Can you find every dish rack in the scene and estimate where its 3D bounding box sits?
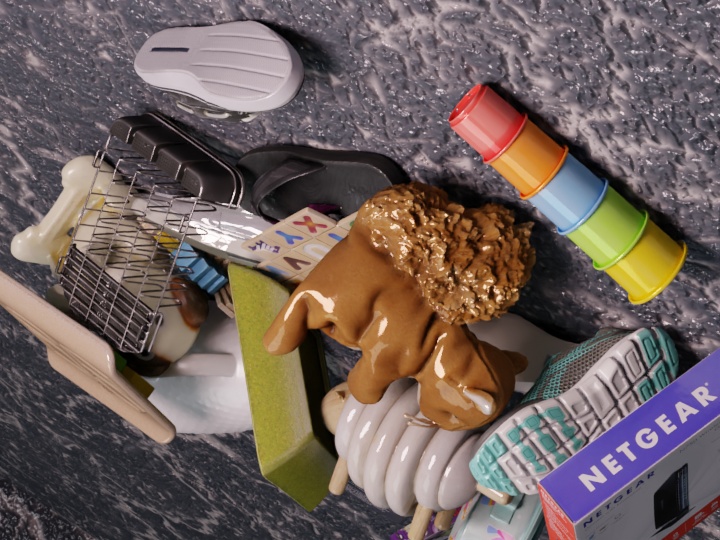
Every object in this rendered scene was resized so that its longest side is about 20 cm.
[{"bbox_3d":[-0.201,-0.031,1.413,0.153,0.201,0.054,36,-159,35],"label":"dish rack"}]

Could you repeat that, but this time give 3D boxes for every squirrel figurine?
[{"bbox_3d":[0.059,0.034,1.247,0.186,0.141,0.200,40,117,9],"label":"squirrel figurine"}]

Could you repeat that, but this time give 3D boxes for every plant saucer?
[{"bbox_3d":[-0.062,0.107,1.436,0.048,0.201,0.200,-14,160,7],"label":"plant saucer"}]

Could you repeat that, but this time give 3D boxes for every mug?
[{"bbox_3d":[-0.157,0.104,1.669,0.175,0.149,0.200,-4,175,39],"label":"mug"}]

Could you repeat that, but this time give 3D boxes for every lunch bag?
[{"bbox_3d":[0.151,0.215,1.483,0.077,0.201,0.161,27,154,4],"label":"lunch bag"}]

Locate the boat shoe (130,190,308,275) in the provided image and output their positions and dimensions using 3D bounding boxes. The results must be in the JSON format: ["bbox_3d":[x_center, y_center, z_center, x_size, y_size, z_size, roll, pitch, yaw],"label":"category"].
[{"bbox_3d":[-0.119,-0.049,1.461,0.200,0.072,0.070,18,171,16],"label":"boat shoe"}]

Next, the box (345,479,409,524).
[{"bbox_3d":[0.053,0.148,1.536,0.107,0.149,0.200,32,156,-1],"label":"box"}]

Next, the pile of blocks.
[{"bbox_3d":[-0.133,-0.008,1.553,0.200,0.062,0.082,42,-168,-34],"label":"pile of blocks"}]

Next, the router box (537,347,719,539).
[{"bbox_3d":[0.247,0.175,1.292,0.049,0.200,0.180,49,169,33],"label":"router box"}]

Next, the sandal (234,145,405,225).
[{"bbox_3d":[-0.050,-0.069,1.340,0.200,0.048,0.076,0,128,44],"label":"sandal"}]

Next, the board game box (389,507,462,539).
[{"bbox_3d":[0.129,0.261,1.672,0.200,0.120,0.032,-43,64,53],"label":"board game box"}]

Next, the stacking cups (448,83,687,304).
[{"bbox_3d":[0.153,-0.063,1.133,0.200,0.061,0.060,43,155,-12],"label":"stacking cups"}]

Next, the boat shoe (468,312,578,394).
[{"bbox_3d":[0.171,0.091,1.395,0.199,0.072,0.069,9,149,24],"label":"boat shoe"}]

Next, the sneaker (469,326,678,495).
[{"bbox_3d":[0.169,0.114,1.288,0.078,0.199,0.091,62,167,-18],"label":"sneaker"}]

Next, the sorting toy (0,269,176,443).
[{"bbox_3d":[-0.272,0.080,1.515,0.185,0.037,0.200,31,162,25],"label":"sorting toy"}]

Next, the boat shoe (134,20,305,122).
[{"bbox_3d":[-0.102,-0.157,1.246,0.200,0.072,0.071,20,165,49],"label":"boat shoe"}]

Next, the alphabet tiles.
[{"bbox_3d":[0.000,0.000,1.388,0.199,0.006,0.166,26,147,-32],"label":"alphabet tiles"}]

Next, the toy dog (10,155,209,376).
[{"bbox_3d":[-0.239,0.016,1.572,0.194,0.140,0.200,32,-162,-51],"label":"toy dog"}]

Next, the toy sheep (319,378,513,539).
[{"bbox_3d":[0.048,0.156,1.350,0.199,0.138,0.138,26,156,23],"label":"toy sheep"}]
